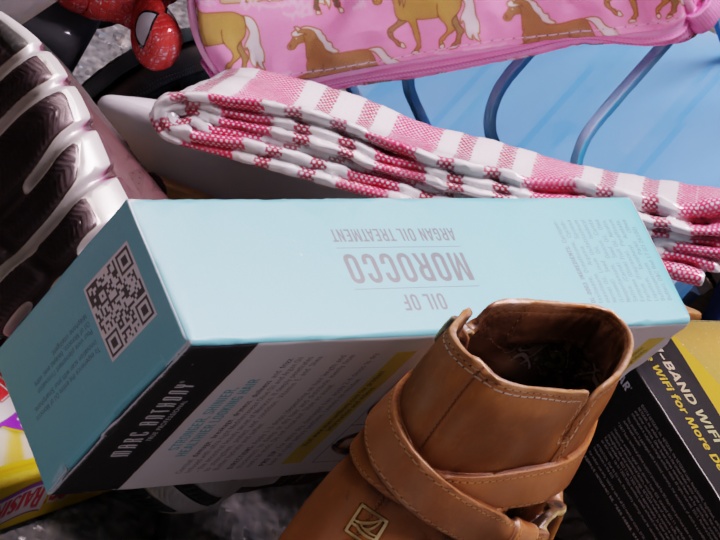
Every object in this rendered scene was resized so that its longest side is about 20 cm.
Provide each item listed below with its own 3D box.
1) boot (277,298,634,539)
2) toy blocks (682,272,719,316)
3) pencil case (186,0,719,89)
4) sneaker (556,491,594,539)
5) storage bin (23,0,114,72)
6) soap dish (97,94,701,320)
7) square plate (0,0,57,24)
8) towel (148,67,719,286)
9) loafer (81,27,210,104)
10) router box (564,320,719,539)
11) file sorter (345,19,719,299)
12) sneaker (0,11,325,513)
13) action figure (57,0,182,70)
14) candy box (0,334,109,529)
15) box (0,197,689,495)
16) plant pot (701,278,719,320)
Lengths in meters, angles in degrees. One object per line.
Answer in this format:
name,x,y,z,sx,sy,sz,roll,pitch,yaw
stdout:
boot,0.035,0.073,0.894,0.074,0.155,0.200,34,19,11
toy blocks,0.125,-0.046,1.382,0.137,0.100,0.200,23,35,-58
pencil case,0.035,-0.114,1.145,0.199,0.087,0.083,-10,22,8
sneaker,0.099,0.057,1.189,0.114,0.073,0.201,18,30,-39
storage bin,-0.184,-0.134,1.213,0.200,0.146,0.135,25,45,-9
soap dish,0.000,0.000,1.103,0.200,0.081,0.157,22,10,38
square plate,-0.176,-0.084,1.009,0.200,0.198,0.029,-9,70,-62
towel,0.033,-0.039,1.036,0.199,0.030,0.146,15,7,3
loafer,-0.069,-0.060,1.258,0.063,0.072,0.200,48,17,5
router box,0.160,0.110,1.049,0.157,0.052,0.200,2,50,-53
file sorter,0.073,-0.093,1.260,0.200,0.139,0.123,31,-20,37
sneaker,-0.076,0.000,1.000,0.115,0.076,0.200,11,42,-58
action figure,-0.108,-0.166,1.163,0.065,0.052,0.200,-9,70,-32
candy box,-0.131,0.040,0.956,0.102,0.026,0.200,38,20,16
box,-0.002,0.020,0.893,0.200,0.082,0.049,-1,57,-41
plant pot,0.266,0.032,1.299,0.200,0.200,0.180,14,16,-38
